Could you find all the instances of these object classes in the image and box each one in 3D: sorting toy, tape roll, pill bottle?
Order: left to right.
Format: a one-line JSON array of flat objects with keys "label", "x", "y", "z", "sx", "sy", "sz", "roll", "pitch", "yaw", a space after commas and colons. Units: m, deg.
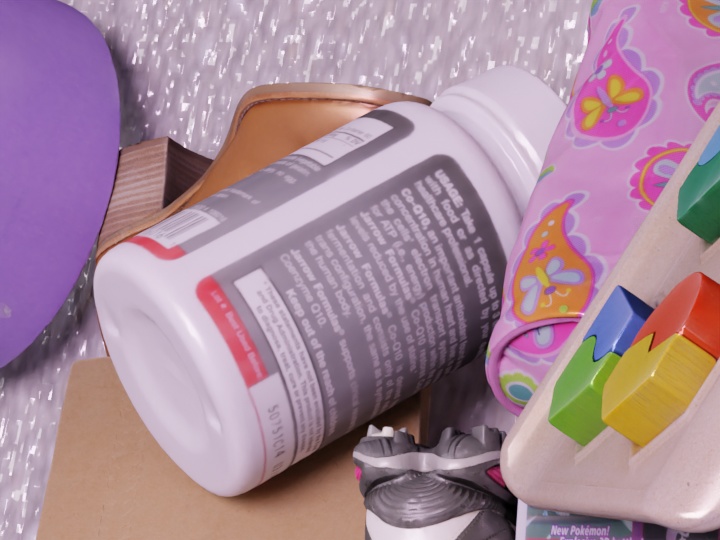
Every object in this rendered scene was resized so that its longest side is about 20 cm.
[{"label": "tape roll", "x": -0.211, "y": -0.051, "z": 1.384, "sx": 0.200, "sy": 0.085, "sz": 0.200, "roll": -22, "pitch": 59, "yaw": 42}, {"label": "pill bottle", "x": 0.000, "y": 0.000, "z": 1.182, "sx": 0.200, "sy": 0.114, "sz": 0.114, "roll": -28, "pitch": 52, "yaw": -22}, {"label": "sorting toy", "x": 0.118, "y": -0.002, "z": 0.934, "sx": 0.185, "sy": 0.036, "sz": 0.200, "roll": -57, "pitch": 11, "yaw": -8}]

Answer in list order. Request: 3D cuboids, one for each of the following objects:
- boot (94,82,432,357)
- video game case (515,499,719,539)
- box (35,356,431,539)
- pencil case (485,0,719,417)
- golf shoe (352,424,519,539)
[{"label": "boot", "x": -0.047, "y": 0.003, "z": 1.286, "sx": 0.200, "sy": 0.077, "sz": 0.156, "roll": -14, "pitch": 67, "yaw": 33}, {"label": "video game case", "x": 0.117, "y": 0.137, "z": 0.963, "sx": 0.200, "sy": 0.023, "sz": 0.183, "roll": -7, "pitch": 77, "yaw": 56}, {"label": "box", "x": -0.054, "y": 0.101, "z": 1.178, "sx": 0.163, "sy": 0.021, "sz": 0.200, "roll": -5, "pitch": 38, "yaw": 8}, {"label": "pencil case", "x": 0.110, "y": -0.028, "z": 1.117, "sx": 0.087, "sy": 0.087, "sz": 0.200, "roll": -10, "pitch": 44, "yaw": 32}, {"label": "golf shoe", "x": 0.049, "y": 0.115, "z": 1.114, "sx": 0.077, "sy": 0.200, "sz": 0.088, "roll": -5, "pitch": 77, "yaw": 24}]
